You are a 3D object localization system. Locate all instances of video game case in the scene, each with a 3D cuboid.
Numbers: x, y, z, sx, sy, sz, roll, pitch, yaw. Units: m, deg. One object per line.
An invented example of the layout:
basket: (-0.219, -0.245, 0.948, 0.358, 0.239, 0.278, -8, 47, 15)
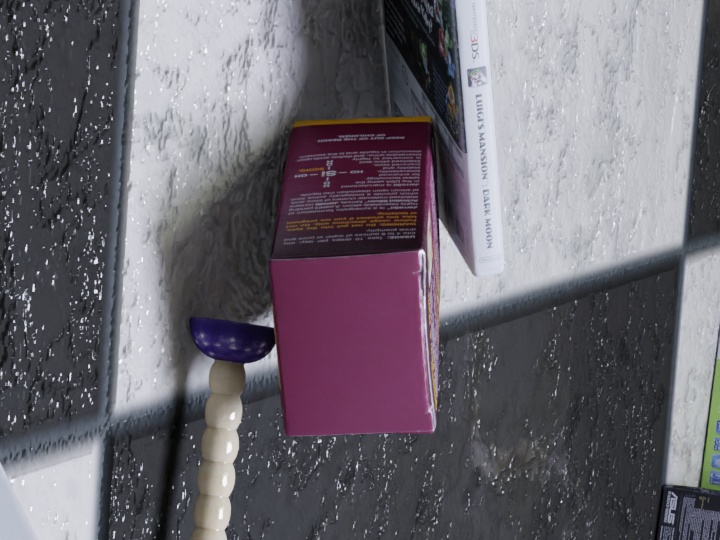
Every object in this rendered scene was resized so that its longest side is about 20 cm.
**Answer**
video game case: (0.045, -0.120, 1.775, 0.200, 0.023, 0.182, -117, -161, -61)

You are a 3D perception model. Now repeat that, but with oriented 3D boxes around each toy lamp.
toy lamp: (-0.081, 0.128, 1.659, 0.058, 0.058, 0.201, 13, 85, -67)

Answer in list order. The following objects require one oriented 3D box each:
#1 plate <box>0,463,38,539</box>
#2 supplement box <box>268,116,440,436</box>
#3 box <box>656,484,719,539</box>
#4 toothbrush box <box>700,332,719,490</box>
plate: (-0.211, 0.185, 1.404, 0.200, 0.032, 0.200, 71, 34, -46)
supplement box: (0.000, 0.000, 1.689, 0.200, 0.085, 0.111, -84, 171, -66)
box: (0.319, 0.288, 2.506, 0.050, 0.157, 0.201, 14, 83, -66)
toothbrush box: (0.383, 0.144, 2.627, 0.086, 0.145, 0.201, 3, 94, -66)
